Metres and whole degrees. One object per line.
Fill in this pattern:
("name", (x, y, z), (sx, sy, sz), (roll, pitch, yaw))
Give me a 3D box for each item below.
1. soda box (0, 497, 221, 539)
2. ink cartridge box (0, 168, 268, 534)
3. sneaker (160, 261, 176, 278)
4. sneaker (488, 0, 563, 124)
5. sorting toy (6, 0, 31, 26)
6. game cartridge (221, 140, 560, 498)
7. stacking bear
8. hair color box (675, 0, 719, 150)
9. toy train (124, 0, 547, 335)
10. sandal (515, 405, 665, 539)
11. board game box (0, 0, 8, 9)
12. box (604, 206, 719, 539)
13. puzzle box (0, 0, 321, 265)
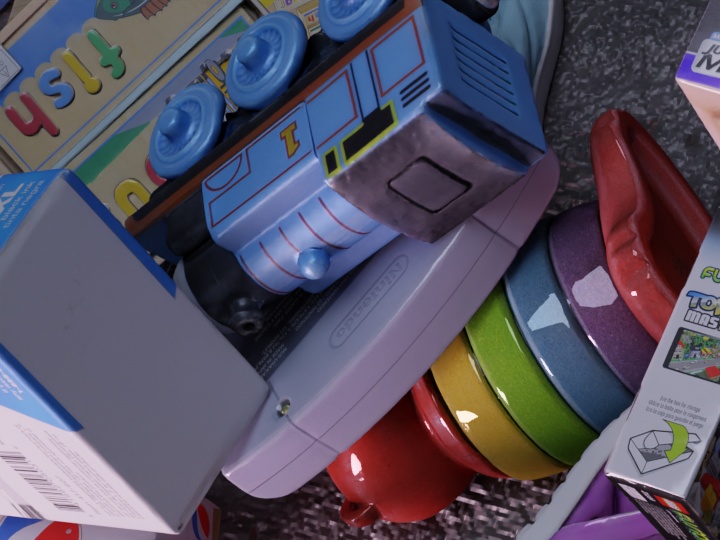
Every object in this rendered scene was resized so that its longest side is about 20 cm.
("soda box", (-0.168, 0.146, 1.107), (0.199, 0.064, 0.069), (-10, 61, 23))
("ink cartridge box", (-0.161, 0.036, 1.008), (0.199, 0.146, 0.085), (-1, 49, 48))
("sneaker", (-0.103, -0.023, 1.148), (0.073, 0.082, 0.201), (28, 79, 37))
("sneaker", (0.053, -0.114, 1.113), (0.073, 0.082, 0.201), (-10, 62, 21))
("sorting toy", (-0.065, -0.151, 1.166), (0.199, 0.070, 0.200), (-10, 41, 15))
("game cartridge", (0.000, 0.000, 1.012), (0.200, 0.041, 0.133), (-49, 38, 11))
("stacking bear", (0.066, 0.042, 1.014), (0.199, 0.114, 0.122), (-32, 33, 23))
("hair color box", (0.212, -0.044, 0.925), (0.109, 0.200, 0.065), (18, 74, 32))
("toy train", (-0.015, -0.051, 0.970), (0.200, 0.086, 0.115), (-36, 44, 28))
("sandal", (0.105, 0.126, 0.968), (0.203, 0.082, 0.050), (-47, 39, 15))
("board game box", (-0.313, -0.162, 1.351), (0.151, 0.037, 0.200), (-47, 55, -2))
("box", (0.160, 0.069, 0.894), (0.035, 0.200, 0.111), (17, 74, 32))
("puzzle box", (-0.086, -0.095, 1.062), (0.200, 0.025, 0.133), (-41, 96, 20))
